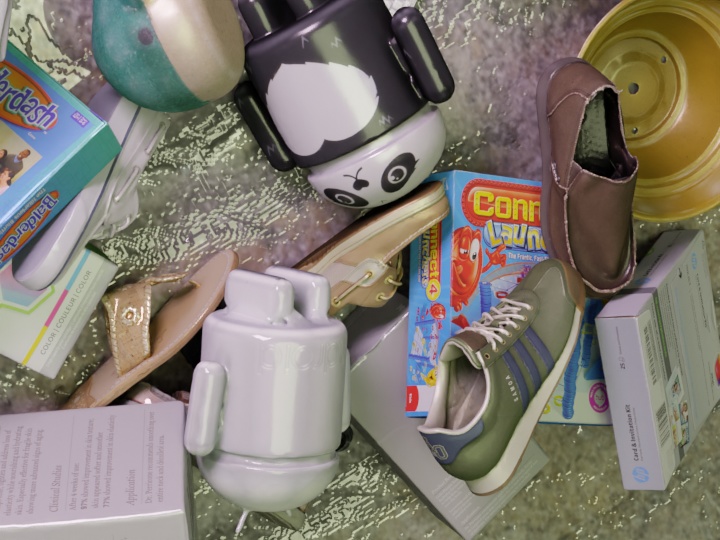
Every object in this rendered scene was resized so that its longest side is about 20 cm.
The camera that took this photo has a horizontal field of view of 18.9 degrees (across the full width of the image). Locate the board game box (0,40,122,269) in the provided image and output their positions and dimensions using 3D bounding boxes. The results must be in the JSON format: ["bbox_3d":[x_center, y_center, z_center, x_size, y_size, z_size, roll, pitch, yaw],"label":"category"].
[{"bbox_3d":[-0.298,-0.071,1.588,0.200,0.152,0.045,-45,154,-10],"label":"board game box"}]

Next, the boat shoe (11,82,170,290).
[{"bbox_3d":[-0.196,-0.059,1.640,0.065,0.073,0.201,42,57,-28],"label":"boat shoe"}]

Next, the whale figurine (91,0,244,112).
[{"bbox_3d":[-0.165,-0.212,1.622,0.103,0.159,0.201,-24,89,13],"label":"whale figurine"}]

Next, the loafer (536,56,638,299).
[{"bbox_3d":[0.185,-0.067,1.727,0.073,0.071,0.201,-21,110,-21],"label":"loafer"}]

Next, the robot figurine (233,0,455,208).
[{"bbox_3d":[-0.016,-0.145,1.685,0.124,0.150,0.201,-33,102,-18],"label":"robot figurine"}]

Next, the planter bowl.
[{"bbox_3d":[0.245,-0.147,1.817,0.199,0.083,0.202,-5,105,-20],"label":"planter bowl"}]

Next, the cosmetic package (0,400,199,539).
[{"bbox_3d":[-0.224,0.216,1.651,0.199,0.168,0.167,-4,117,-2],"label":"cosmetic package"}]

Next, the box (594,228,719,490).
[{"bbox_3d":[0.258,0.072,1.835,0.200,0.041,0.157,-43,126,-56],"label":"box"}]

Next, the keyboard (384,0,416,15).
[{"bbox_3d":[0.002,-0.192,1.753,0.056,0.011,0.201,25,94,-25],"label":"keyboard"}]

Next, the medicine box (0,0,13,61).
[{"bbox_3d":[-0.348,-0.217,1.507,0.181,0.200,0.104,5,100,-22],"label":"medicine box"}]

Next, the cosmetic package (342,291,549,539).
[{"bbox_3d":[0.054,0.119,1.816,0.107,0.090,0.200,-42,111,-7],"label":"cosmetic package"}]

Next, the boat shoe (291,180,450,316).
[{"bbox_3d":[0.000,0.000,1.733,0.200,0.074,0.067,-34,96,27],"label":"boat shoe"}]

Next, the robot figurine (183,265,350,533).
[{"bbox_3d":[-0.069,0.099,1.672,0.169,0.113,0.201,-5,103,-43],"label":"robot figurine"}]

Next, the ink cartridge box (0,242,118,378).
[{"bbox_3d":[-0.298,-0.009,1.658,0.199,0.059,0.104,30,92,-25],"label":"ink cartridge box"}]

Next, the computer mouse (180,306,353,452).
[{"bbox_3d":[-0.080,0.091,1.789,0.059,0.034,0.200,-44,122,4],"label":"computer mouse"}]

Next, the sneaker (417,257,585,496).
[{"bbox_3d":[0.106,0.067,1.676,0.090,0.067,0.201,36,69,-36],"label":"sneaker"}]

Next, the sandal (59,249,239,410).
[{"bbox_3d":[-0.189,0.048,1.708,0.070,0.078,0.212,41,94,-24],"label":"sandal"}]

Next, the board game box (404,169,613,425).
[{"bbox_3d":[0.132,0.027,1.778,0.199,0.056,0.197,5,84,-37],"label":"board game box"}]

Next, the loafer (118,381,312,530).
[{"bbox_3d":[-0.112,0.140,1.773,0.200,0.072,0.063,40,72,-30],"label":"loafer"}]
